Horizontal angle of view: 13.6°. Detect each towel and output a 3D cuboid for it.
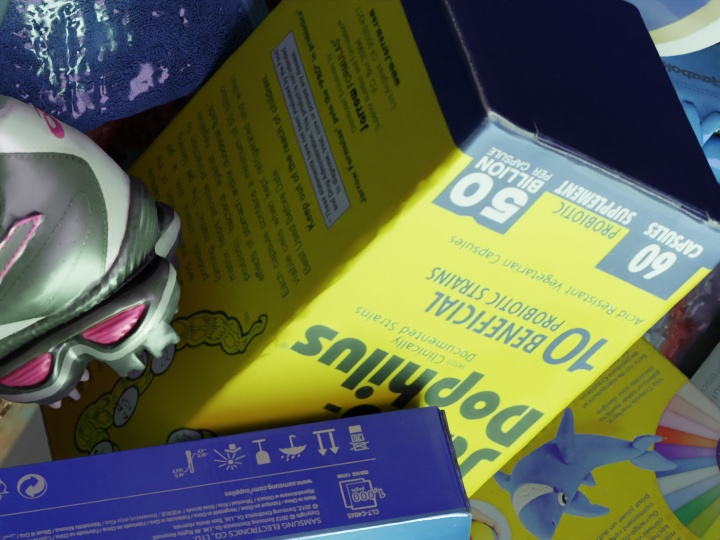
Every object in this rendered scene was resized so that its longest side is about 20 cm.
[{"bbox_3d":[-0.094,-0.137,0.901,0.111,0.049,0.201,-22,120,-23],"label":"towel"}]

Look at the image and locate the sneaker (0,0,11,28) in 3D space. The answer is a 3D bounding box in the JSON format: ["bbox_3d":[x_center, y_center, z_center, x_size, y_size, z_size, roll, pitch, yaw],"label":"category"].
[{"bbox_3d":[-0.179,-0.107,0.818,0.199,0.070,0.109,12,127,-31],"label":"sneaker"}]

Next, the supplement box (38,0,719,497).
[{"bbox_3d":[0.000,0.000,0.930,0.109,0.110,0.200,22,124,-36],"label":"supplement box"}]

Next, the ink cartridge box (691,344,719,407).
[{"bbox_3d":[0.221,0.065,1.079,0.148,0.200,0.086,-51,128,-5],"label":"ink cartridge box"}]

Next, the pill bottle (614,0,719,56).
[{"bbox_3d":[0.052,-0.158,0.945,0.200,0.111,0.111,31,91,-37],"label":"pill bottle"}]

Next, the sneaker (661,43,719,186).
[{"bbox_3d":[0.105,-0.053,1.045,0.199,0.078,0.066,14,103,-34],"label":"sneaker"}]

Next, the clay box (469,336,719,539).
[{"bbox_3d":[0.081,0.090,1.013,0.115,0.200,0.048,-39,154,-12],"label":"clay box"}]

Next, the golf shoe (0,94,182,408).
[{"bbox_3d":[-0.149,0.022,0.895,0.200,0.077,0.088,-35,123,11],"label":"golf shoe"}]

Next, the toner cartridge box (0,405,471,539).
[{"bbox_3d":[-0.070,0.098,0.894,0.199,0.043,0.095,-8,139,-9],"label":"toner cartridge box"}]
